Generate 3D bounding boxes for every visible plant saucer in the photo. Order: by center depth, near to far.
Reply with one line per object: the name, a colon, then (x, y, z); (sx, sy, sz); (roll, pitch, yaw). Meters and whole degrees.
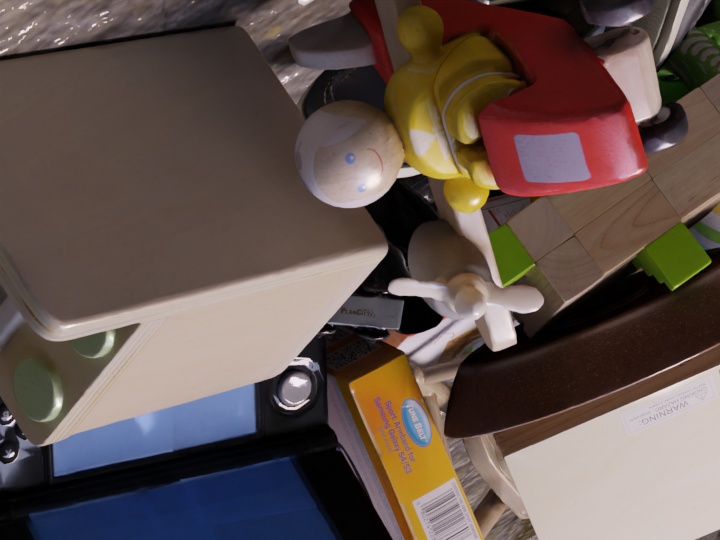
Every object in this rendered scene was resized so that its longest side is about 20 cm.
plant saucer: (0.129, 0.032, 1.482); (0.200, 0.034, 0.200); (-24, -177, 1)

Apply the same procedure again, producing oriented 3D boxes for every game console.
game console: (-0.082, 0.088, 1.386); (0.200, 0.119, 0.172); (-11, 109, -28)

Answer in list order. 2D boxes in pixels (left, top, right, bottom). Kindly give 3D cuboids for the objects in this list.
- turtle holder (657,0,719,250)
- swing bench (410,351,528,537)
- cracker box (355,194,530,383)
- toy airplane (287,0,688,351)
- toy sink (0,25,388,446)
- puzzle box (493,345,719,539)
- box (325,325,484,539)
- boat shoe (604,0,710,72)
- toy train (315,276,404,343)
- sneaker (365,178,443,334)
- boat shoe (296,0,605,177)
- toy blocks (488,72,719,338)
turtle holder: (0.201, -0.074, 1.607); (0.141, 0.132, 0.186); (-19, 157, -37)
swing bench: (0.158, 0.094, 1.686); (0.199, 0.130, 0.200); (-15, 173, 21)
cracker box: (0.069, 0.013, 1.715); (0.200, 0.058, 0.134); (-15, 155, -44)
toy airplane: (0.024, -0.077, 1.204); (0.141, 0.200, 0.199); (-32, 167, -25)
toy sink: (-0.113, -0.012, 1.231); (0.200, 0.130, 0.112); (-15, 154, -47)
puzzle box: (0.178, 0.089, 1.500); (0.200, 0.025, 0.133); (-23, 136, 1)
box: (-0.007, 0.084, 1.562); (0.041, 0.119, 0.200); (-28, -161, -14)
boat shoe: (0.160, -0.150, 1.440); (0.068, 0.072, 0.200); (-16, 153, -34)
toy train: (-0.077, 0.007, 1.374); (0.200, 0.046, 0.034); (7, 101, -21)
sneaker: (0.003, -0.001, 1.493); (0.060, 0.104, 0.200); (-29, 161, -18)
boat shoe: (0.050, -0.097, 1.380); (0.200, 0.075, 0.062); (-18, 157, -44)
toy blocks: (0.131, -0.028, 1.468); (0.200, 0.100, 0.137); (-34, 174, -17)
